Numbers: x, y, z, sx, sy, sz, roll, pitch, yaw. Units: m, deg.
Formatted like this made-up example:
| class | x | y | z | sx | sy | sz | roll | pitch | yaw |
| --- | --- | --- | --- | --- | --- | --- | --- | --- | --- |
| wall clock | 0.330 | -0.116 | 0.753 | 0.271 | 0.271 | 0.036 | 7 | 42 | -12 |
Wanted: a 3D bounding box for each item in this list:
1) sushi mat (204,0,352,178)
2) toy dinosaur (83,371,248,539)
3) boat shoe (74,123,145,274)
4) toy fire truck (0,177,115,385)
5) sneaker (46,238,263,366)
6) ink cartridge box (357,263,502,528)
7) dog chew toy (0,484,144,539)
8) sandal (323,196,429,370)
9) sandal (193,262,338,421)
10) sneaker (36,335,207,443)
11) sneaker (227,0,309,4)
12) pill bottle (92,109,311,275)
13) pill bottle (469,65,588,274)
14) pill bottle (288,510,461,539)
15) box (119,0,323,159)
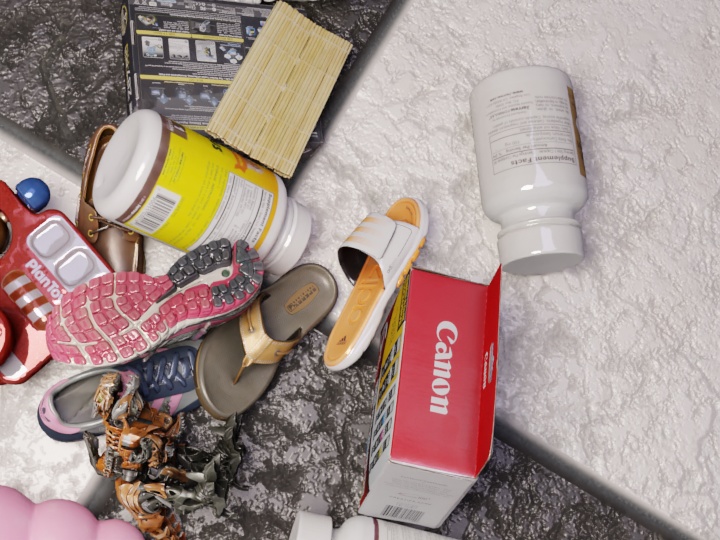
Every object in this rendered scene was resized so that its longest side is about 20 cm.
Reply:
| class | x | y | z | sx | sy | sz | roll | pitch | yaw |
| --- | --- | --- | --- | --- | --- | --- | --- | --- | --- |
| sushi mat | -0.080 | -0.189 | 0.989 | 0.095 | 0.012 | 0.201 | 31 | 56 | -14 |
| toy dinosaur | -0.177 | 0.181 | 0.879 | 0.134 | 0.201 | 0.103 | -7 | 44 | 9 |
| boat shoe | -0.252 | -0.050 | 0.959 | 0.071 | 0.068 | 0.202 | -1 | 75 | -10 |
| toy fire truck | -0.336 | 0.002 | 0.902 | 0.168 | 0.112 | 0.200 | -40 | 85 | -14 |
| sneaker | -0.180 | 0.041 | 0.867 | 0.198 | 0.075 | 0.081 | -18 | 69 | -16 |
| ink cartridge box | 0.065 | 0.108 | 0.891 | 0.083 | 0.176 | 0.202 | 12 | 55 | -6 |
| dog chew toy | -0.282 | 0.256 | 0.848 | 0.198 | 0.124 | 0.126 | 9 | 73 | -16 |
| sandal | 0.005 | 0.000 | 0.971 | 0.059 | 0.079 | 0.208 | 38 | 63 | -27 |
| sandal | -0.086 | 0.061 | 0.947 | 0.200 | 0.055 | 0.082 | -42 | 96 | -31 |
| sneaker | -0.206 | 0.111 | 0.915 | 0.198 | 0.082 | 0.071 | -22 | 80 | -18 |
| sneaker | -0.097 | -0.327 | 1.066 | 0.198 | 0.081 | 0.076 | 9 | 100 | 11 |
| pill bottle | -0.147 | -0.066 | 0.932 | 0.199 | 0.109 | 0.110 | 26 | 69 | -34 |
| pill bottle | 0.182 | -0.104 | 1.026 | 0.113 | 0.114 | 0.202 | -2 | 75 | -10 |
| pill bottle | 0.028 | 0.291 | 0.893 | 0.198 | 0.110 | 0.111 | 15 | 73 | -6 |
| box | -0.144 | -0.203 | 1.007 | 0.198 | 0.049 | 0.163 | -1 | 71 | -26 |
